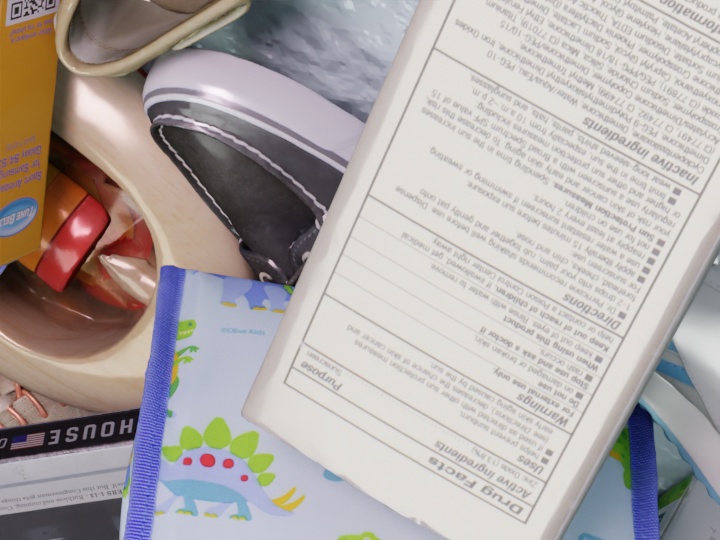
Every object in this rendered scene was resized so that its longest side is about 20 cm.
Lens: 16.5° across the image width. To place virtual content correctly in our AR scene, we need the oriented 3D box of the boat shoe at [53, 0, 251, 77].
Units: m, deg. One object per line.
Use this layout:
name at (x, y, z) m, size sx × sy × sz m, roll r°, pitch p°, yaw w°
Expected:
boat shoe at (-0.037, -0.116, 0.756) m, size 0.073 × 0.063 × 0.201 m, roll 43°, pitch 149°, yaw -13°

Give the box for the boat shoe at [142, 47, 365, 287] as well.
boat shoe at (0.000, 0.000, 0.859) m, size 0.200 × 0.057 × 0.069 m, roll 39°, pitch 152°, yaw -25°

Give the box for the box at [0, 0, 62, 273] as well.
box at (-0.159, -0.089, 0.841) m, size 0.119 × 0.041 × 0.200 m, roll 18°, pitch 112°, yaw 25°

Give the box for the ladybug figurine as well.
ladybug figurine at (-0.117, -0.033, 0.916) m, size 0.200 × 0.072 × 0.136 m, roll 42°, pitch 121°, yaw 0°

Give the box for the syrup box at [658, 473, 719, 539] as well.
syrup box at (0.103, 0.161, 0.989) m, size 0.081 × 0.079 × 0.200 m, roll 37°, pitch 150°, yaw -4°

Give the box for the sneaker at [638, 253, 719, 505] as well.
sneaker at (0.110, 0.003, 0.783) m, size 0.200 × 0.077 × 0.081 m, roll 44°, pitch 125°, yaw -7°

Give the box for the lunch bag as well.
lunch bag at (0.004, 0.110, 0.783) m, size 0.170 × 0.200 × 0.128 m, roll 6°, pitch 128°, yaw -4°

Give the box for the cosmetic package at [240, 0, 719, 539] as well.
cosmetic package at (0.055, -0.028, 0.692) m, size 0.103 × 0.087 × 0.200 m, roll 30°, pitch 122°, yaw 7°

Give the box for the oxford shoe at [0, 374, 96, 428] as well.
oxford shoe at (-0.130, 0.061, 0.969) m, size 0.071 × 0.200 × 0.074 m, roll 48°, pitch -176°, yaw 19°

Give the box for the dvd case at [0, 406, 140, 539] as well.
dvd case at (-0.102, 0.138, 0.957) m, size 0.150 × 0.025 × 0.200 m, roll -9°, pitch 127°, yaw 9°
